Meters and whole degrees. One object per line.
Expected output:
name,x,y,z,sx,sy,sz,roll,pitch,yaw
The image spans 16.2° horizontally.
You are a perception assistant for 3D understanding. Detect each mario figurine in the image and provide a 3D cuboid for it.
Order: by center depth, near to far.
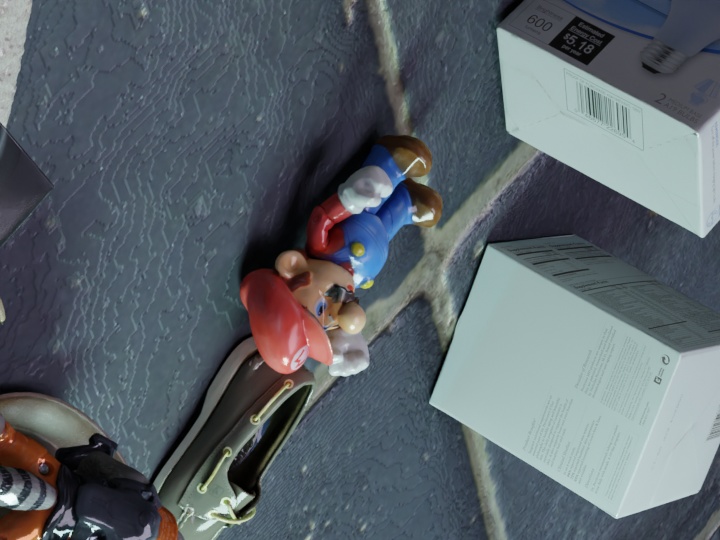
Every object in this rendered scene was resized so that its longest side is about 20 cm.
mario figurine,0.000,0.000,1.820,0.124,0.106,0.200,48,60,-18

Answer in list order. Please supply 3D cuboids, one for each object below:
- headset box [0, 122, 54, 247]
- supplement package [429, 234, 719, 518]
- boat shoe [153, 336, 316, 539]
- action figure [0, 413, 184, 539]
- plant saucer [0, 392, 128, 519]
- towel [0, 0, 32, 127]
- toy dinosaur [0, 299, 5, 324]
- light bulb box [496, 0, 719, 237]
headset box,-0.283,-0.046,1.303,0.200,0.093,0.174,-51,121,-19
supplement package,0.195,0.082,2.099,0.150,0.199,0.153,-7,122,-55
boat shoe,-0.100,0.149,1.848,0.203,0.060,0.072,-62,150,3
action figure,-0.188,0.178,1.572,0.193,0.104,0.201,19,61,-33
plant saucer,-0.218,0.181,1.637,0.200,0.034,0.202,20,63,-45
towel,-0.246,-0.106,1.435,0.132,0.034,0.201,-18,130,-49
toy dinosaur,-0.257,0.035,1.487,0.101,0.058,0.201,-51,167,-47
light bulb box,0.243,-0.167,1.960,0.200,0.198,0.125,-45,149,-26
